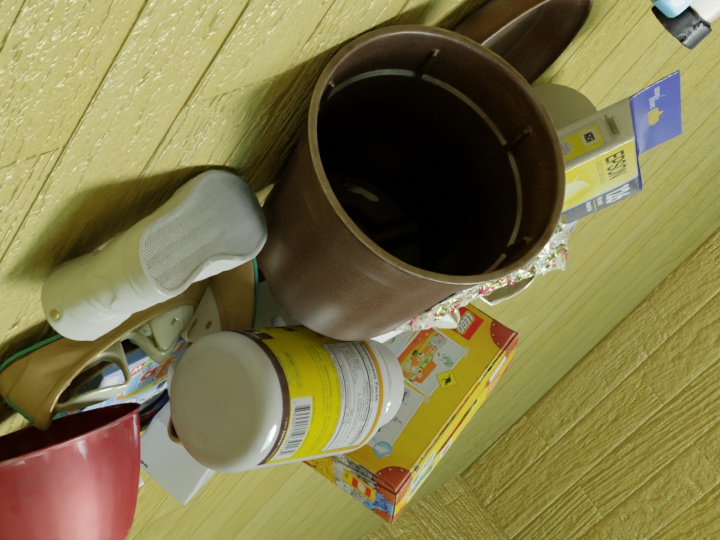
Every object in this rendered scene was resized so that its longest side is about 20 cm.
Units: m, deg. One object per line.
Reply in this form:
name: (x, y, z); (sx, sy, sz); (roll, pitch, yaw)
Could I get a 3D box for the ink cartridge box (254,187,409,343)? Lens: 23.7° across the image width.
ink cartridge box: (0.000, 0.000, 1.476); (0.199, 0.117, 0.067); (-28, -149, 7)

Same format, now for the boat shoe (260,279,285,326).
boat shoe: (-0.057, 0.024, 1.561); (0.200, 0.072, 0.060); (-35, 160, -46)

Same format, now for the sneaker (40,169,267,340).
sneaker: (-0.151, -0.011, 1.226); (0.115, 0.074, 0.200); (-23, -176, 26)

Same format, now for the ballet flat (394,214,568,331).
ballet flat: (0.085, 0.012, 1.414); (0.199, 0.076, 0.064); (-25, 127, 10)

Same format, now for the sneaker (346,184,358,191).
sneaker: (0.033, -0.052, 1.524); (0.200, 0.080, 0.078); (-35, 167, -1)

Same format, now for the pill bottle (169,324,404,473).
pill bottle: (-0.052, 0.098, 1.378); (0.109, 0.109, 0.200); (-45, 157, 28)

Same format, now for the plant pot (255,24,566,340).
plant pot: (0.019, -0.049, 1.288); (0.200, 0.201, 0.198); (-30, 173, -31)

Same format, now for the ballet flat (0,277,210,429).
ballet flat: (-0.183, 0.058, 1.320); (0.200, 0.063, 0.069); (-32, 164, -25)

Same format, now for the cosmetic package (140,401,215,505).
cosmetic package: (-0.117, 0.113, 1.600); (0.200, 0.071, 0.101); (-47, 176, -34)

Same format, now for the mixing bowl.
mixing bowl: (-0.251, 0.184, 1.334); (0.199, 0.109, 0.200); (-17, -176, 1)

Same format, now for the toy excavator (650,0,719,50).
toy excavator: (0.225, -0.260, 1.307); (0.100, 0.200, 0.195); (-44, -150, 22)

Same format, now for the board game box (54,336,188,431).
board game box: (-0.208, 0.103, 1.505); (0.151, 0.037, 0.200); (-26, 162, -41)

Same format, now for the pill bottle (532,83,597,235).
pill bottle: (0.173, -0.099, 1.671); (0.113, 0.114, 0.200); (-35, 167, -13)

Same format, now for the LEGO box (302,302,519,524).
LEGO box: (0.029, 0.105, 1.589); (0.200, 0.149, 0.077); (-50, 165, -23)

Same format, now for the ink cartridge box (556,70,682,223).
ink cartridge box: (0.191, -0.085, 1.475); (0.199, 0.047, 0.198); (-23, 166, 7)

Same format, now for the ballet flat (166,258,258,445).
ballet flat: (-0.126, 0.065, 1.418); (0.063, 0.069, 0.201); (-12, 124, -31)

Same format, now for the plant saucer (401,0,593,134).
plant saucer: (0.101, -0.171, 1.398); (0.200, 0.037, 0.200); (-35, 166, -10)

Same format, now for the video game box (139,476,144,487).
video game box: (-0.289, 0.219, 1.537); (0.182, 0.047, 0.200); (-30, 179, -14)
